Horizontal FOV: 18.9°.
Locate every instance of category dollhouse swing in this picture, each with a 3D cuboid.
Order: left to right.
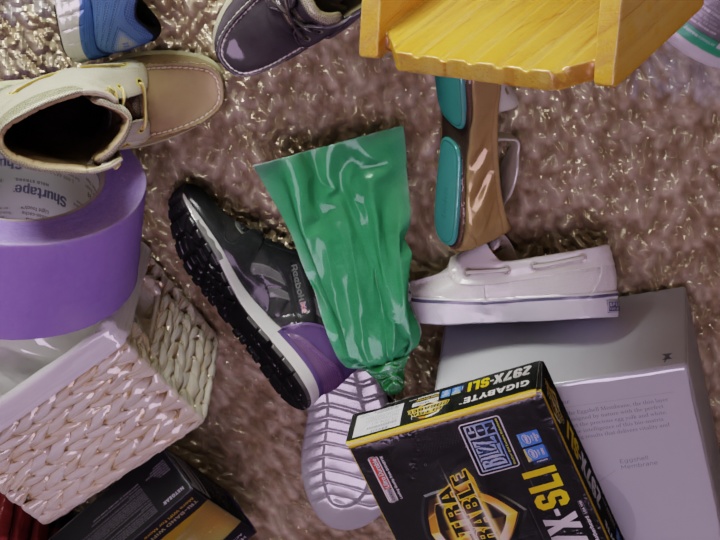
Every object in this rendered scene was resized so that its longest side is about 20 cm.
[{"bbox_3d":[0.110,-0.243,1.434,0.199,0.182,0.176,12,127,33],"label":"dollhouse swing"}]

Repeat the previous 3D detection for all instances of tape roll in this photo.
[{"bbox_3d":[-0.262,-0.038,1.620,0.199,0.200,0.085,9,123,1],"label":"tape roll"}]

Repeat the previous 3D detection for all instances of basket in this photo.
[{"bbox_3d":[-0.223,0.092,1.738,0.200,0.136,0.123,-33,117,23],"label":"basket"}]

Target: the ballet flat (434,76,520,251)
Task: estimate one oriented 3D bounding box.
[{"bbox_3d":[0.089,-0.110,1.626,0.063,0.069,0.201,-11,123,-19],"label":"ballet flat"}]

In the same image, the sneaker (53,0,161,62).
[{"bbox_3d":[-0.186,-0.247,1.565,0.089,0.079,0.200,-7,129,2],"label":"sneaker"}]

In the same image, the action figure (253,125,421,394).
[{"bbox_3d":[0.000,0.000,1.660,0.118,0.055,0.201,-14,95,4],"label":"action figure"}]

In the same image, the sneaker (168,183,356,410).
[{"bbox_3d":[-0.071,0.007,1.708,0.200,0.087,0.076,55,158,-1],"label":"sneaker"}]

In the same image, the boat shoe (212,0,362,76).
[{"bbox_3d":[-0.033,-0.203,1.571,0.200,0.065,0.072,-32,113,23],"label":"boat shoe"}]

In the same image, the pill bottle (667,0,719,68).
[{"bbox_3d":[0.277,-0.246,1.482,0.113,0.113,0.200,32,119,-13],"label":"pill bottle"}]

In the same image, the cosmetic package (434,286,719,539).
[{"bbox_3d":[0.180,0.138,1.724,0.199,0.123,0.201,-9,121,13],"label":"cosmetic package"}]

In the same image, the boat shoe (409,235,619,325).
[{"bbox_3d":[0.103,0.006,1.691,0.199,0.071,0.070,-3,88,22],"label":"boat shoe"}]

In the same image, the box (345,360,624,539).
[{"bbox_3d":[0.101,0.178,1.661,0.159,0.049,0.200,-17,117,16],"label":"box"}]

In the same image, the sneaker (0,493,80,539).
[{"bbox_3d":[-0.299,0.240,1.876,0.200,0.071,0.098,25,141,-23],"label":"sneaker"}]

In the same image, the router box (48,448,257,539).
[{"bbox_3d":[-0.198,0.244,1.783,0.200,0.052,0.157,-40,154,1],"label":"router box"}]

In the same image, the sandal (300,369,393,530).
[{"bbox_3d":[-0.007,0.114,1.775,0.082,0.050,0.203,0,107,10],"label":"sandal"}]

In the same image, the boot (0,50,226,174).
[{"bbox_3d":[-0.178,-0.113,1.565,0.199,0.155,0.072,-10,102,-17],"label":"boot"}]
